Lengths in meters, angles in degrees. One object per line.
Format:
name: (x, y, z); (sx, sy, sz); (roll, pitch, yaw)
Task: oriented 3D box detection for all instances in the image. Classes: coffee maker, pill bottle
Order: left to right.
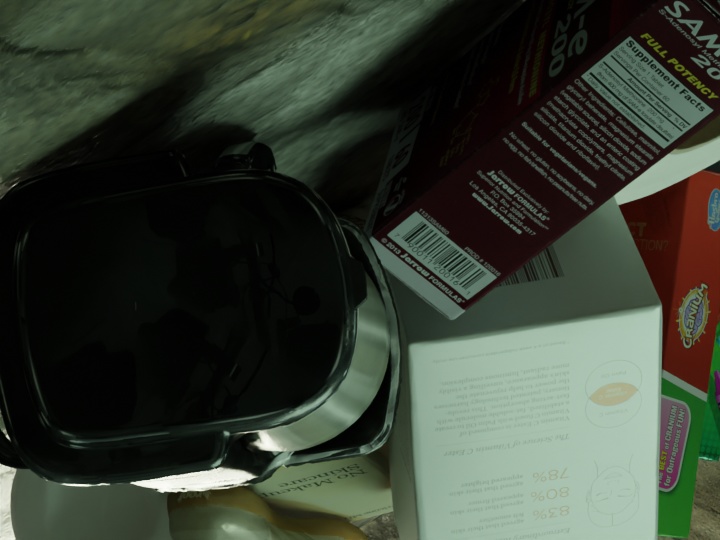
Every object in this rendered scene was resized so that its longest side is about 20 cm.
coffee maker: (-0.082, 0.036, 0.944); (0.192, 0.135, 0.200); (-32, 170, 2)
pill bottle: (-0.115, 0.130, 1.387); (0.113, 0.113, 0.200); (-35, 170, 11)

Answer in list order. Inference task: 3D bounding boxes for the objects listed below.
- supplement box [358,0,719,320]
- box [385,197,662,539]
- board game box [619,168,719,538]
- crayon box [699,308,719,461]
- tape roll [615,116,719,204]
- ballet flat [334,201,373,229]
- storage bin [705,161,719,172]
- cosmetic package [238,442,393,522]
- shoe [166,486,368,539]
supplement box: (0.091, -0.077, 1.033); (0.200, 0.061, 0.109); (-39, -159, 34)
box: (0.079, 0.074, 1.194); (0.124, 0.098, 0.201); (-8, 128, -6)
board game box: (0.131, 0.041, 1.350); (0.040, 0.201, 0.153); (10, 176, -39)
crayon box: (0.147, 0.029, 1.426); (0.058, 0.119, 0.200); (12, -174, -33)
tape roll: (0.180, -0.115, 1.196); (0.202, 0.071, 0.202); (-29, 167, -7)
ballet flat: (0.000, 0.000, 1.276); (0.200, 0.070, 0.065); (91, 22, -71)
storage bin: (0.260, -0.097, 1.402); (0.200, 0.135, 0.146); (-32, 171, 0)
cosmetic package: (-0.045, 0.080, 1.258); (0.105, 0.071, 0.200); (-15, 158, 14)
shoe: (-0.048, 0.161, 1.289); (0.070, 0.054, 0.200); (-14, 159, 21)
